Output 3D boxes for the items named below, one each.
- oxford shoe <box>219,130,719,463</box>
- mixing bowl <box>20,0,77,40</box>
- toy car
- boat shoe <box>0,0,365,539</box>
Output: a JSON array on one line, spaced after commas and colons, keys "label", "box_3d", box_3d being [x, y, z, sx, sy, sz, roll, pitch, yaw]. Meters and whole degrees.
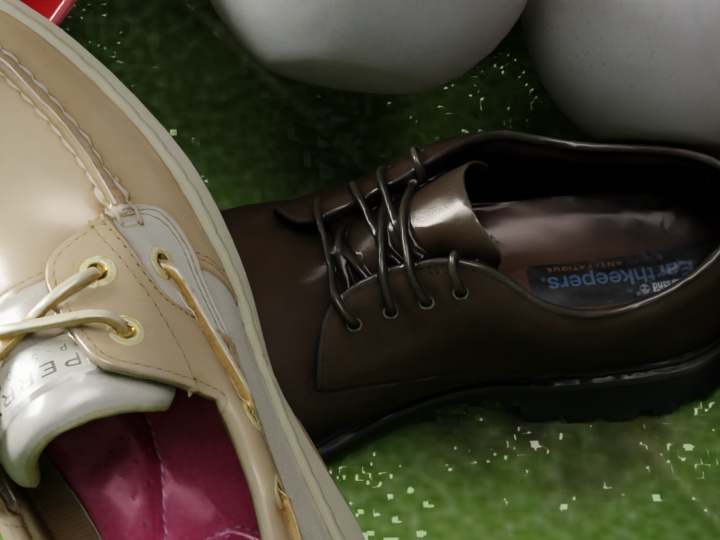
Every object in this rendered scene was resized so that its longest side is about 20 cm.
[{"label": "oxford shoe", "box_3d": [0.000, 0.000, 0.685, 0.199, 0.085, 0.073, -12, 63, -10]}, {"label": "mixing bowl", "box_3d": [-0.134, -0.123, 0.707, 0.199, 0.108, 0.202, 1, 95, 11]}, {"label": "toy car", "box_3d": [0.035, -0.124, 0.717, 0.199, 0.150, 0.176, 10, 86, -24]}, {"label": "boat shoe", "box_3d": [-0.056, 0.026, 0.623, 0.073, 0.069, 0.201, -32, 94, 13]}]
